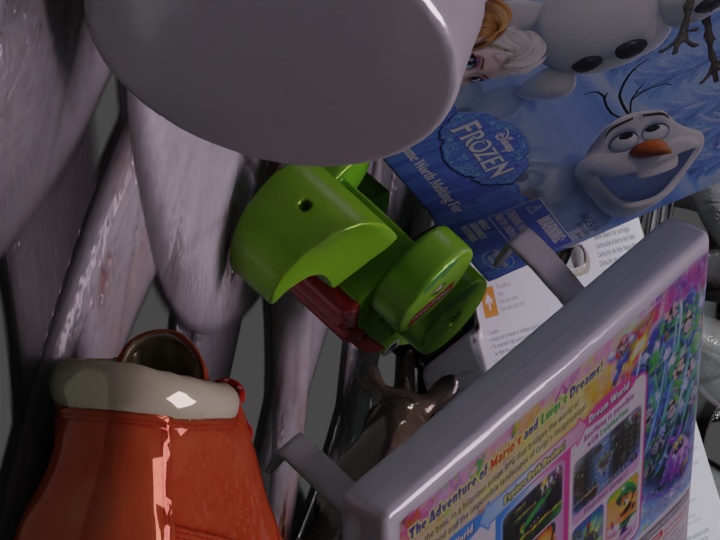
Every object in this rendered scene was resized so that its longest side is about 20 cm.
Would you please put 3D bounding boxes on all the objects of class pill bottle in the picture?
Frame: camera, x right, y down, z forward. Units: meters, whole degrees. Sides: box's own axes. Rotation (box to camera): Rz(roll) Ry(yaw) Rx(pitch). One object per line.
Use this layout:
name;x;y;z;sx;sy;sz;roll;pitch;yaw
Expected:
pill bottle;0.000;-0.133;0.755;0.113;0.113;0.200;86;15;-55

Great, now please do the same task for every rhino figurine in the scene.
rhino figurine;0.007;0.111;1.225;0.088;0.060;0.200;92;10;-49

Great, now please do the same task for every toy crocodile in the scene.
toy crocodile;0.000;0.000;1.052;0.062;0.067;0.200;-47;169;-1

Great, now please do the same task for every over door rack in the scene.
over door rack;0.021;0.104;1.054;0.148;0.067;0.200;-41;156;-38

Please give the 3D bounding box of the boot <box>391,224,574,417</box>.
boot;0.041;0.040;1.402;0.138;0.077;0.201;-39;143;-54

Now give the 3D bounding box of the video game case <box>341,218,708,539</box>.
video game case;0.061;0.102;1.040;0.200;0.024;0.182;-37;139;-40

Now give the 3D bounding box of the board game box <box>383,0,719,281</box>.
board game box;0.097;-0.085;1.018;0.200;0.199;0.043;45;23;-59

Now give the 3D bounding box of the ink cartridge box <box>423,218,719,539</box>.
ink cartridge box;0.100;0.070;1.359;0.199;0.041;0.201;-12;86;-60

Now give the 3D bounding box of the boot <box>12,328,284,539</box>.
boot;-0.047;0.072;0.812;0.200;0.075;0.108;25;69;-80
